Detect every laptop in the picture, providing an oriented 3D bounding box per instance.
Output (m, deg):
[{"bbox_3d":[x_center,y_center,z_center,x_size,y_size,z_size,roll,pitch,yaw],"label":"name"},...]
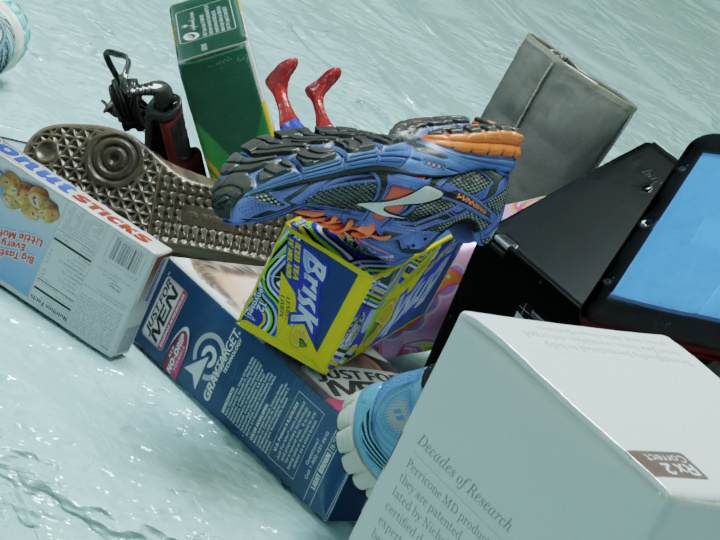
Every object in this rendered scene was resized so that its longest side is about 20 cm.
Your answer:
[{"bbox_3d":[0.159,0.045,1.698,0.115,0.201,0.187,5,27,-41],"label":"laptop"}]

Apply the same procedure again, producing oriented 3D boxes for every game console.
[{"bbox_3d":[0.243,-0.043,1.620,0.118,0.173,0.200,33,50,4],"label":"game console"}]

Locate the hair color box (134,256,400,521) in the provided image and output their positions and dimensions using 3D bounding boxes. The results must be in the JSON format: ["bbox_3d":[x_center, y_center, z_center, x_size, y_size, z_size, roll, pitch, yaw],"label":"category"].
[{"bbox_3d":[-0.035,0.069,1.607,0.100,0.061,0.200,7,25,-47],"label":"hair color box"}]

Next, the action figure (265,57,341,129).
[{"bbox_3d":[-0.016,-0.058,1.916,0.065,0.052,0.201,13,52,-43],"label":"action figure"}]

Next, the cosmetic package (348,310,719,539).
[{"bbox_3d":[0.109,0.150,1.342,0.164,0.201,0.165,8,25,-45],"label":"cosmetic package"}]

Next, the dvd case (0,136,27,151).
[{"bbox_3d":[-0.185,-0.033,1.757,0.142,0.018,0.200,11,23,-37],"label":"dvd case"}]

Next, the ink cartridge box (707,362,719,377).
[{"bbox_3d":[0.234,0.116,1.658,0.075,0.165,0.200,41,10,-27],"label":"ink cartridge box"}]

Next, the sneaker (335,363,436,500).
[{"bbox_3d":[0.081,0.127,1.483,0.200,0.090,0.079,41,38,-16],"label":"sneaker"}]

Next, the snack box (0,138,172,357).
[{"bbox_3d":[-0.206,-0.030,1.630,0.199,0.072,0.024,32,20,19],"label":"snack box"}]

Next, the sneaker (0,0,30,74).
[{"bbox_3d":[-0.331,-0.197,1.931,0.199,0.078,0.086,25,21,-1],"label":"sneaker"}]

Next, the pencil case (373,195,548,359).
[{"bbox_3d":[0.092,-0.002,1.803,0.199,0.088,0.088,-15,27,-8],"label":"pencil case"}]

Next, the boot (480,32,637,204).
[{"bbox_3d":[0.077,-0.077,1.941,0.181,0.201,0.073,30,18,13],"label":"boot"}]

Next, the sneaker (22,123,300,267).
[{"bbox_3d":[-0.121,-0.033,1.737,0.199,0.071,0.076,19,-15,5],"label":"sneaker"}]

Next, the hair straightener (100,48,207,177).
[{"bbox_3d":[-0.144,-0.087,1.773,0.077,0.041,0.200,32,-15,16],"label":"hair straightener"}]

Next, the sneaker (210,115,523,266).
[{"bbox_3d":[0.008,-0.039,1.523,0.199,0.079,0.075,-6,12,-31],"label":"sneaker"}]

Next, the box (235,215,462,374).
[{"bbox_3d":[0.000,0.000,1.633,0.064,0.070,0.200,31,18,11],"label":"box"}]

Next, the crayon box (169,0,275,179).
[{"bbox_3d":[-0.076,-0.073,1.828,0.051,0.201,0.126,-16,23,0],"label":"crayon box"}]
